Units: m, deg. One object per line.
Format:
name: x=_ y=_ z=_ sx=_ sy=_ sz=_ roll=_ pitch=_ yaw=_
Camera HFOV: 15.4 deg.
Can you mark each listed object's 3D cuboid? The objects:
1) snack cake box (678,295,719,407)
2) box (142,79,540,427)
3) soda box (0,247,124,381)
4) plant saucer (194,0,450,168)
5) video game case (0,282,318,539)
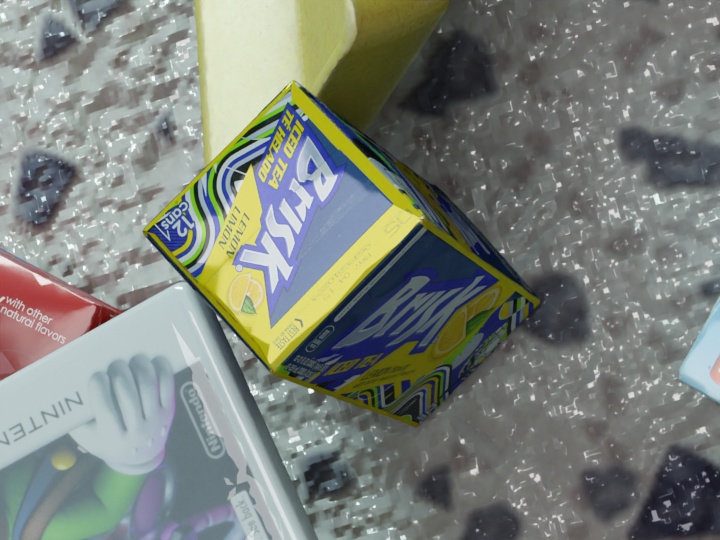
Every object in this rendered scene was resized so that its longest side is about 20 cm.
snack cake box: x=0.211 y=0.060 z=0.867 sx=0.200 sy=0.115 sz=0.067 roll=30 pitch=90 yaw=17
box: x=0.000 y=0.000 z=0.888 sx=0.070 sy=0.200 sz=0.064 roll=-45 pitch=74 yaw=4
soda box: x=-0.180 y=0.004 z=1.005 sx=0.199 sy=0.070 sz=0.064 roll=25 pitch=88 yaw=17
plant saucer: x=-0.015 y=-0.128 z=0.923 sx=0.048 sy=0.200 sz=0.201 roll=0 pitch=70 yaw=-16
video game case: x=-0.090 y=0.132 z=0.846 sx=0.181 sy=0.023 sz=0.201 roll=-28 pitch=75 yaw=10
